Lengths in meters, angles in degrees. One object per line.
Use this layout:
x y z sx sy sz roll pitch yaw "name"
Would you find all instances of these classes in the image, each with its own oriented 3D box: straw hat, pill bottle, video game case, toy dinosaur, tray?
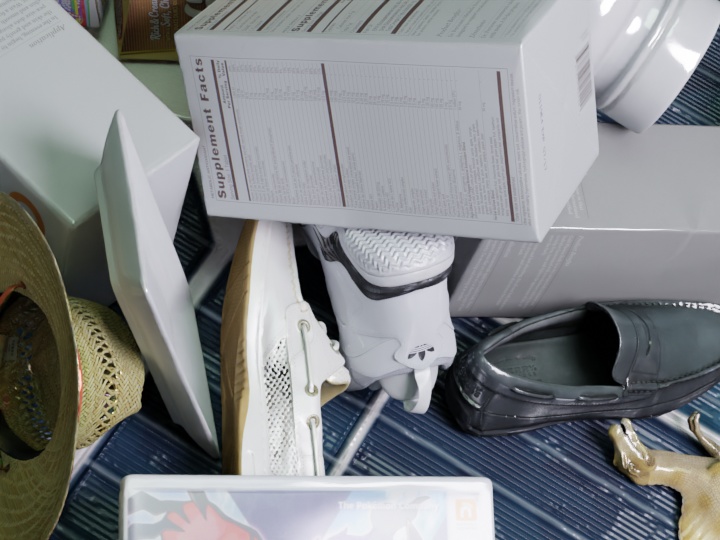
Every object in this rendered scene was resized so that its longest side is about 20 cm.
-0.159 0.052 0.888 0.085 0.201 0.202 0 56 -40 "straw hat"
0.103 -0.170 1.009 0.199 0.120 0.120 33 55 -4 "pill bottle"
-0.024 0.196 0.885 0.198 0.023 0.184 2 75 -15 "video game case"
0.237 0.143 1.018 0.199 0.058 0.101 38 71 18 "toy dinosaur"
-0.107 0.015 0.910 0.022 0.200 0.108 -13 60 -1 "tray"

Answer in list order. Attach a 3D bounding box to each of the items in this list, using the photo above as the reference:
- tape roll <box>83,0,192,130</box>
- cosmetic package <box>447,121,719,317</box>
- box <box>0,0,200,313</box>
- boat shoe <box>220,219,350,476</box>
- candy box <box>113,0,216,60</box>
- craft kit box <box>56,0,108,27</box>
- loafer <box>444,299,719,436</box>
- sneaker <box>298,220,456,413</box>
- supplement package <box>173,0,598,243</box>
-0.105 -0.166 1.118 0.201 0.037 0.204 7 57 -11 "tape roll"
0.147 -0.029 1.061 0.198 0.107 0.091 -1 58 -19 "cosmetic package"
-0.199 -0.079 0.981 0.200 0.125 0.097 44 57 13 "box"
-0.041 0.059 0.975 0.069 0.071 0.202 5 66 -13 "boat shoe"
-0.074 -0.203 1.005 0.114 0.201 0.056 1 56 -16 "candy box"
-0.238 -0.248 1.102 0.198 0.049 0.199 7 52 6 "craft kit box"
0.146 0.051 1.029 0.199 0.071 0.069 -10 62 -22 "loafer"
0.000 0.000 1.020 0.074 0.116 0.200 -12 26 -16 "sneaker"
0.016 -0.095 0.944 0.198 0.115 0.110 6 31 24 "supplement package"
